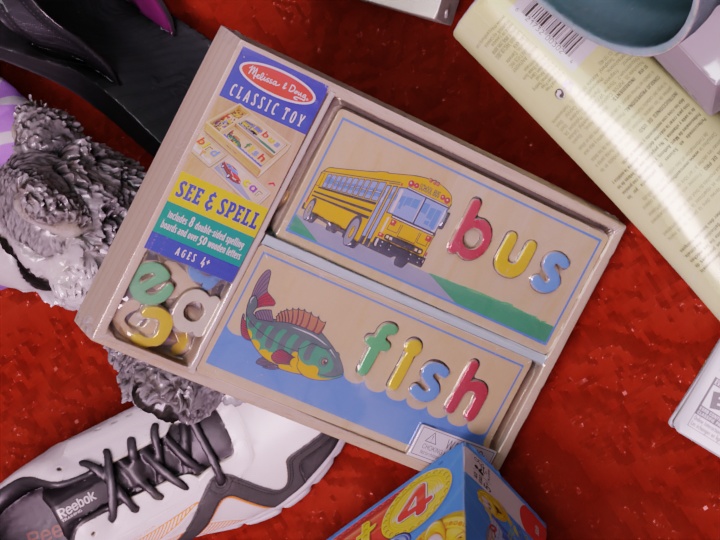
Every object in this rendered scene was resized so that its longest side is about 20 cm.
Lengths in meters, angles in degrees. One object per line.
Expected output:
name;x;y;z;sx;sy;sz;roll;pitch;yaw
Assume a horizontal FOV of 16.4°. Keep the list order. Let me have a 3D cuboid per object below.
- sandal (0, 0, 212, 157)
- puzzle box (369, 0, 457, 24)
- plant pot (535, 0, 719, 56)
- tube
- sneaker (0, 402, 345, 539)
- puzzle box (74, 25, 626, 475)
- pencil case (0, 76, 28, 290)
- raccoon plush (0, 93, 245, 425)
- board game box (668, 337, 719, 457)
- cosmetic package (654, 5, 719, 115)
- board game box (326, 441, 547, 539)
sandal;-0.117;-0.113;1.081;0.200;0.048;0.075;32;59;8
puzzle box;0.004;-0.218;1.063;0.133;0.025;0.201;18;95;18
plant pot;0.107;-0.196;0.886;0.134;0.200;0.201;-33;80;-14
tube;0.125;-0.047;1.031;0.200;0.052;0.058;43;140;6
sneaker;-0.089;0.091;1.071;0.200;0.080;0.074;-33;80;11
puzzle box;0.000;0.000;1.009;0.199;0.025;0.133;23;98;-29
pencil case;-0.209;-0.073;1.101;0.200;0.085;0.084;37;97;13
raccoon plush;-0.059;-0.032;1.033;0.200;0.134;0.097;-31;38;-9
board game box;0.234;0.010;0.964;0.147;0.064;0.200;32;100;11
cosmetic package;0.197;-0.148;0.974;0.200;0.083;0.051;-42;80;2
board game box;-0.016;0.187;0.980;0.200;0.196;0.056;-38;110;17
